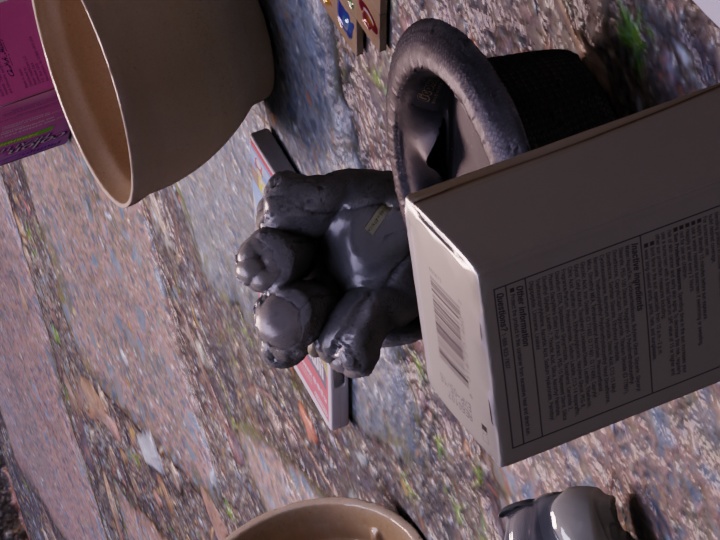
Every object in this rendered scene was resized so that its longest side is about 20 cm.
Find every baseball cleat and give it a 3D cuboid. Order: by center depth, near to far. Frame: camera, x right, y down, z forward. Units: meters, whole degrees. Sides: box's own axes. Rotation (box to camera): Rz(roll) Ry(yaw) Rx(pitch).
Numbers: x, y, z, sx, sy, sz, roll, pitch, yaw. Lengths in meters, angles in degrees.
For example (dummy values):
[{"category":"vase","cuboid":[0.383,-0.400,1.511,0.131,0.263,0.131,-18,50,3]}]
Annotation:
[{"category":"baseball cleat","cuboid":[0.131,0.228,1.536,0.070,0.106,0.202,-6,-99,-67]}]

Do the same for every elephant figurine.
[{"category":"elephant figurine","cuboid":[0.000,0.000,1.675,0.200,0.154,0.143,29,-106,-77]}]

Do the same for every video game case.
[{"category":"video game case","cuboid":[-0.046,0.009,2.003,0.201,0.017,0.143,90,155,-48]}]

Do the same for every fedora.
[{"category":"fedora","cuboid":[0.087,-0.048,1.377,0.200,0.091,0.202,160,90,-74]}]

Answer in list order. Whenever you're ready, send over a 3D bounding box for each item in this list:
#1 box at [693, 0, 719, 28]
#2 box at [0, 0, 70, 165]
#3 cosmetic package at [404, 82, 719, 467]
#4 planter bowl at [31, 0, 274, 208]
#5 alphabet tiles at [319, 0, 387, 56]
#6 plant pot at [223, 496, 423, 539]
[{"category":"box","cuboid":[0.175,-0.166,0.767,0.125,0.199,0.098,85,158,-44]},{"category":"box","cuboid":[-0.354,-0.220,2.592,0.200,0.096,0.177,126,122,-71]},{"category":"cosmetic package","cuboid":[0.126,-0.007,1.110,0.073,0.199,0.104,47,151,51]},{"category":"planter bowl","cuboid":[-0.144,-0.162,1.913,0.200,0.134,0.202,160,90,-74]},{"category":"alphabet tiles","cuboid":[-0.028,-0.239,1.678,0.168,0.007,0.201,91,154,-50]},{"category":"plant pot","cuboid":[-0.017,0.308,2.000,0.201,0.200,0.184,51,167,48]}]
